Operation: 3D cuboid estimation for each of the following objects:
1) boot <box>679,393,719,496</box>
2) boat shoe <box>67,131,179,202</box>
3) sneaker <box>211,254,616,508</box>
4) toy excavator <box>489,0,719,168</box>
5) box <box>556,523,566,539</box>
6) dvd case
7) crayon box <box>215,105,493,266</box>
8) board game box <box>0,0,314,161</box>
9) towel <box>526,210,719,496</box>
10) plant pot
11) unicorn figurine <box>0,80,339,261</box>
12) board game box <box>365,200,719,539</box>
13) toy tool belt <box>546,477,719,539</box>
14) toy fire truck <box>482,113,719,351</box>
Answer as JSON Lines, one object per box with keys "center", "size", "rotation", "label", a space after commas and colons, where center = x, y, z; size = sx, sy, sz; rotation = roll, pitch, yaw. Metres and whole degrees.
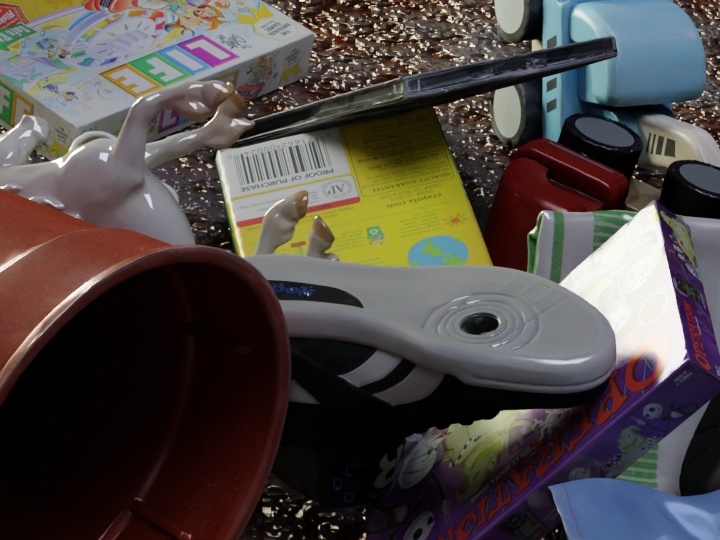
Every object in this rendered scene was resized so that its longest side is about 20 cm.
{"center": [0.261, 0.058, 1.038], "size": [0.154, 0.204, 0.073], "rotation": [32, -1, -13], "label": "boot"}
{"center": [-0.117, -0.006, 1.107], "size": [0.074, 0.086, 0.202], "rotation": [1, 37, -16], "label": "boat shoe"}
{"center": [0.026, 0.058, 0.978], "size": [0.199, 0.112, 0.073], "rotation": [9, 34, 29], "label": "sneaker"}
{"center": [0.166, -0.089, 1.288], "size": [0.100, 0.195, 0.200], "rotation": [-5, 11, -24], "label": "toy excavator"}
{"center": [0.146, 0.192, 0.952], "size": [0.160, 0.044, 0.200], "rotation": [18, 35, 6], "label": "box"}
{"center": [0.026, -0.098, 1.237], "size": [0.148, 0.016, 0.200], "rotation": [-15, 4, -34], "label": "dvd case"}
{"center": [0.000, 0.000, 1.138], "size": [0.127, 0.051, 0.200], "rotation": [-12, 38, -3], "label": "crayon box"}
{"center": [-0.144, -0.133, 1.321], "size": [0.134, 0.034, 0.200], "rotation": [34, 40, 27], "label": "board game box"}
{"center": [0.173, 0.050, 1.064], "size": [0.199, 0.153, 0.023], "rotation": [5, -1, -12], "label": "towel"}
{"center": [-0.167, 0.047, 0.943], "size": [0.195, 0.201, 0.201], "rotation": [26, 36, 32], "label": "plant pot"}
{"center": [-0.102, -0.029, 1.032], "size": [0.200, 0.137, 0.074], "rotation": [57, 3, 5], "label": "unicorn figurine"}
{"center": [0.076, 0.069, 0.979], "size": [0.032, 0.200, 0.120], "rotation": [33, 28, -27], "label": "board game box"}
{"center": [0.120, 0.127, 0.889], "size": [0.199, 0.123, 0.125], "rotation": [2, 36, -14], "label": "toy tool belt"}
{"center": [0.128, 0.024, 1.136], "size": [0.176, 0.129, 0.200], "rotation": [27, 27, 19], "label": "toy fire truck"}
